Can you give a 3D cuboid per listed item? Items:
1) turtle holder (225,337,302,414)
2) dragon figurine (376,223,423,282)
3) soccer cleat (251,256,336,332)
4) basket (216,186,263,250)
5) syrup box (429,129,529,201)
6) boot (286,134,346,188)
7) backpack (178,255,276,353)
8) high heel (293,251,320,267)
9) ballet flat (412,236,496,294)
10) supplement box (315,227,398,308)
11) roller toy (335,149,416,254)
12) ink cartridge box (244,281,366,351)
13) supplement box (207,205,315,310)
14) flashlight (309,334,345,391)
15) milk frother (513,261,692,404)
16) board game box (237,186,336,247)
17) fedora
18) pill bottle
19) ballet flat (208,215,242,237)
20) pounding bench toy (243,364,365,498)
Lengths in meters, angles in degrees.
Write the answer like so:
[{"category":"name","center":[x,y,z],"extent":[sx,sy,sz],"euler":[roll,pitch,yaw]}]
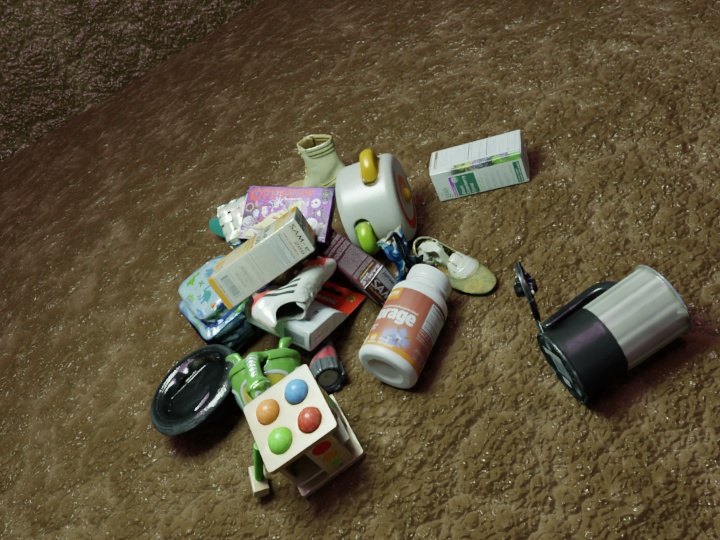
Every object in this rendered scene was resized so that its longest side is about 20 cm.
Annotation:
[{"category":"turtle holder","center":[-0.156,0.200,1.128],"extent":[0.138,0.186,0.134],"euler":[-8,70,-27]},{"category":"dragon figurine","center":[0.080,-0.026,1.188],"extent":[0.058,0.200,0.100],"euler":[-36,85,-6]},{"category":"soccer cleat","center":[-0.110,0.044,1.173],"extent":[0.198,0.070,0.085],"euler":[-31,54,-32]},{"category":"basket","center":[-0.225,-0.100,1.456],"extent":[0.173,0.200,0.141],"euler":[-24,68,3]},{"category":"syrup box","center":[0.250,-0.219,1.346],"extent":[0.196,0.079,0.083],"euler":[-11,44,24]},{"category":"boot","center":[-0.125,-0.249,1.562],"extent":[0.196,0.157,0.074],"euler":[-6,46,28]},{"category":"backpack","center":[-0.274,0.060,1.361],"extent":[0.199,0.149,0.182],"euler":[-38,44,-16]},{"category":"high heel","center":[-0.124,-0.029,1.367],"extent":[0.196,0.069,0.096],"euler":[-15,30,-28]},{"category":"ballet flat","center":[0.169,-0.014,1.206],"extent":[0.071,0.071,0.199],"euler":[-44,41,-14]},{"category":"supplement box","center":[0.000,0.000,1.265],"extent":[0.061,0.109,0.199],"euler":[-49,41,-4]},{"category":"roller toy","center":[0.040,-0.143,1.324],"extent":[0.137,0.205,0.182],"euler":[-15,0,17]},{"category":"ink cartridge box","center":[-0.103,0.060,1.245],"extent":[0.157,0.048,0.200],"euler":[19,39,27]},{"category":"supplement box","center":[-0.182,-0.027,1.201],"extent":[0.198,0.074,0.126],"euler":[-34,16,6]},{"category":"flashlight","center":[-0.083,0.145,1.219],"extent":[0.069,0.066,0.201],"euler":[-69,28,25]},{"category":"milk frother","center":[0.339,0.048,0.930],"extent":[0.186,0.202,0.181],"euler":[-33,36,-2]},{"category":"board game box","center":[-0.150,-0.112,1.312],"extent":[0.195,0.032,0.123],"euler":[3,67,18]},{"category":"fedora","center":[-0.304,0.246,1.237],"extent":[0.197,0.092,0.203],"euler":[-18,42,17]},{"category":"pill bottle","center":[0.085,0.093,1.118],"extent":[0.110,0.113,0.202],"euler":[6,53,37]},{"category":"ballet flat","center":[-0.293,-0.112,1.620],"extent":[0.196,0.069,0.075],"euler":[10,33,32]},{"category":"pounding bench toy","center":[-0.122,0.277,1.020],"extent":[0.198,0.157,0.125],"euler":[-35,52,-2]}]
